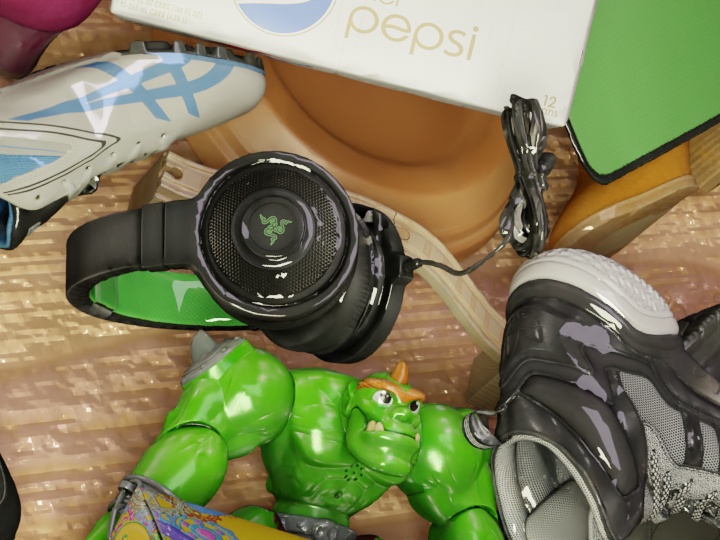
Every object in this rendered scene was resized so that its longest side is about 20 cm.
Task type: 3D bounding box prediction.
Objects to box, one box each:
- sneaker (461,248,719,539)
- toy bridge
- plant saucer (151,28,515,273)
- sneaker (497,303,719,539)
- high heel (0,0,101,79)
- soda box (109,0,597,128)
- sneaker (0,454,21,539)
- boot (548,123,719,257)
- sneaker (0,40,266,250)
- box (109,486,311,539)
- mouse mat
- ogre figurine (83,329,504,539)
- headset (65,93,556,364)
[{"bbox_3d":[0.124,0.090,1.046,0.200,0.075,0.114,39,55,-13],"label":"sneaker"},{"bbox_3d":[0.000,0.000,1.103,0.199,0.067,0.027,27,48,-17],"label":"toy bridge"},{"bbox_3d":[-0.001,-0.094,1.187,0.199,0.037,0.201,18,53,-25],"label":"plant saucer"},{"bbox_3d":[0.132,0.093,1.141,0.091,0.076,0.200,49,53,-9],"label":"sneaker"},{"bbox_3d":[-0.195,-0.165,1.056,0.199,0.096,0.068,31,48,-15],"label":"high heel"},{"bbox_3d":[-0.003,-0.115,1.087,0.199,0.068,0.064,13,93,-3],"label":"soda box"},{"bbox_3d":[-0.189,0.021,0.938,0.200,0.090,0.070,51,46,5],"label":"sneaker"},{"bbox_3d":[0.111,-0.087,1.240,0.144,0.071,0.201,53,38,6],"label":"boot"},{"bbox_3d":[-0.126,-0.050,1.043,0.199,0.072,0.073,-16,93,-30],"label":"sneaker"},{"bbox_3d":[0.002,0.193,0.874,0.192,0.122,0.200,20,16,-23],"label":"box"},{"bbox_3d":[0.129,-0.138,1.200,0.200,0.008,0.162,-27,95,-48],"label":"mouse mat"},{"bbox_3d":[-0.016,0.097,1.014,0.199,0.098,0.121,11,71,-9],"label":"ogre figurine"},{"bbox_3d":[-0.021,-0.017,1.013,0.123,0.199,0.095,33,55,-66],"label":"headset"}]
